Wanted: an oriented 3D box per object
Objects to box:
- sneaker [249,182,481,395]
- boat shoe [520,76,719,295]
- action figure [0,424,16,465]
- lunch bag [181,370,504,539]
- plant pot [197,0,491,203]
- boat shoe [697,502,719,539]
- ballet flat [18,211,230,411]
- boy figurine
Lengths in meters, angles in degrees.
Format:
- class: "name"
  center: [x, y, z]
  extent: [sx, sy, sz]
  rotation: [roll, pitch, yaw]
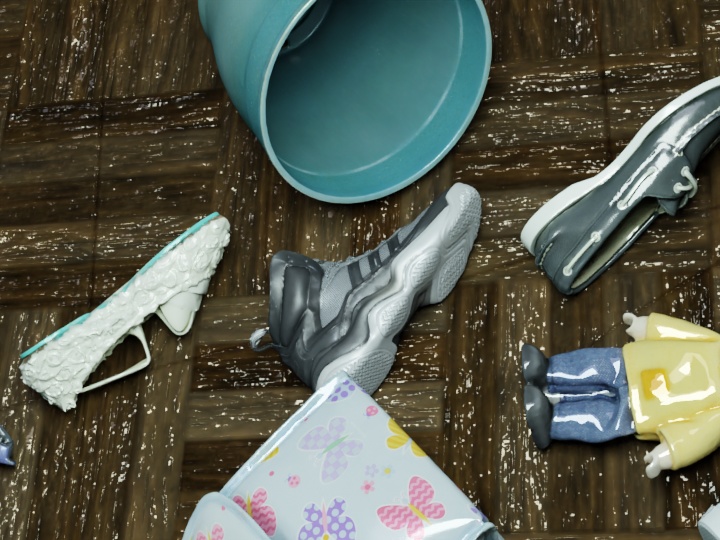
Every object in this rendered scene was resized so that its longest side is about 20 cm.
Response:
- class: "sneaker"
  center: [0.000, 0.000, 1.275]
  extent: [0.113, 0.076, 0.201]
  rotation: [30, 75, 24]
- class: "boat shoe"
  center: [0.212, -0.061, 1.248]
  extent: [0.200, 0.075, 0.060]
  rotation: [-42, 63, 14]
- class: "action figure"
  center: [-0.353, 0.097, 1.331]
  extent: [0.199, 0.105, 0.195]
  rotation: [21, 74, -5]
- class: "lunch bag"
  center: [-0.020, 0.201, 1.145]
  extent: [0.200, 0.127, 0.170]
  rotation: [-44, 58, -3]
- class: "plant pot"
  center: [-0.031, -0.184, 1.331]
  extent: [0.200, 0.201, 0.188]
  rotation: [-38, 44, -7]
- class: "boat shoe"
  center: [0.299, 0.210, 1.082]
  extent: [0.062, 0.072, 0.200]
  rotation: [-39, 56, -5]
- class: "ballet flat"
  center: [-0.171, 0.038, 1.319]
  extent: [0.199, 0.072, 0.072]
  rotation: [-37, 59, -4]
- class: "boy figurine"
  center: [0.214, 0.084, 1.180]
  extent: [0.198, 0.065, 0.125]
  rotation: [-6, 58, 16]
